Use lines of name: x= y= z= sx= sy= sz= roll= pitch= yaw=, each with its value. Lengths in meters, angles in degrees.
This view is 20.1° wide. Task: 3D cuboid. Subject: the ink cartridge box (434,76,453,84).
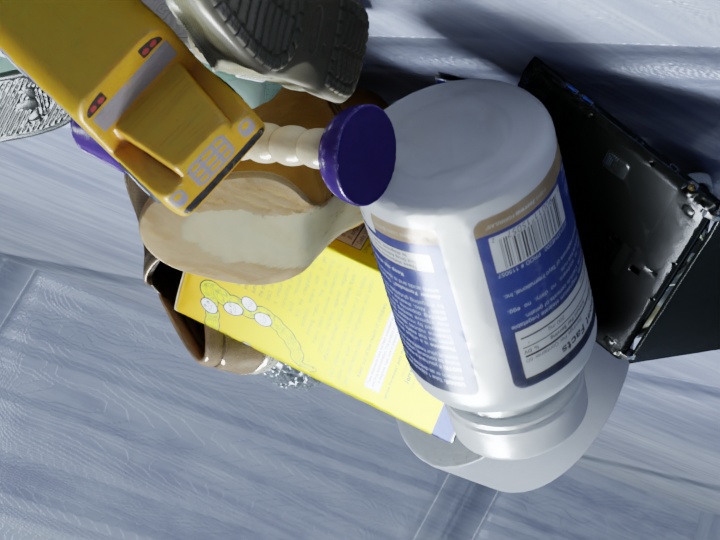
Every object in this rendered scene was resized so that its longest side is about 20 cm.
ink cartridge box: x=0.102 y=-0.064 z=1.247 sx=0.099 sy=0.040 sz=0.200 roll=16 pitch=172 yaw=16

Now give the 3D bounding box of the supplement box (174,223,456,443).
supplement box: x=0.000 y=0.000 z=1.281 sx=0.199 sy=0.109 sz=0.110 roll=26 pitch=131 yaw=7

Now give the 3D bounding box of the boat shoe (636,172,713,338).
boat shoe: x=0.184 y=-0.007 z=1.254 sx=0.075 sy=0.061 sz=0.200 roll=-13 pitch=166 yaw=0

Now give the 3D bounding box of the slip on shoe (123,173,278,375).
slip on shoe: x=-0.121 y=-0.010 z=1.377 sx=0.060 sy=0.201 sz=0.076 roll=-6 pitch=144 yaw=-38

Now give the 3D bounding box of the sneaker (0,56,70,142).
sneaker: x=-0.268 y=-0.137 z=1.213 sx=0.198 sy=0.121 sz=0.084 roll=-7 pitch=142 yaw=-9

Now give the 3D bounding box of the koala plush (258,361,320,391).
koala plush: x=-0.067 y=-0.026 z=1.483 sx=0.177 sy=0.185 sz=0.199 roll=25 pitch=-179 yaw=-44

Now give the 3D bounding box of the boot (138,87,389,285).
boot: x=-0.053 y=-0.059 z=1.192 sx=0.199 sy=0.071 sz=0.144 roll=-4 pitch=-148 yaw=-24

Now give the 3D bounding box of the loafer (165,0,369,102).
loafer: x=-0.058 y=-0.129 z=1.002 sx=0.068 sy=0.076 sz=0.200 roll=8 pitch=170 yaw=22

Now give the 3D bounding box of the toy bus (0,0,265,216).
toy bus: x=-0.137 y=-0.114 z=0.990 sx=0.200 sy=0.065 sz=0.078 roll=42 pitch=176 yaw=30

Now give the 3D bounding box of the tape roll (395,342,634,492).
tape roll: x=0.107 y=0.055 z=1.462 sx=0.066 sy=0.202 sz=0.200 roll=21 pitch=171 yaw=-32

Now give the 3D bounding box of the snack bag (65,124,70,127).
snack bag: x=-0.285 y=-0.151 z=1.566 sx=0.199 sy=0.022 sz=0.188 roll=23 pitch=170 yaw=-37

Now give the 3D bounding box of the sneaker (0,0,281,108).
sneaker: x=-0.140 y=-0.130 z=1.162 sx=0.199 sy=0.074 sz=0.118 roll=12 pitch=164 yaw=23

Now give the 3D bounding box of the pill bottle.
pill bottle: x=0.069 y=0.005 z=1.109 sx=0.110 sy=0.111 sz=0.201 roll=13 pitch=138 yaw=32

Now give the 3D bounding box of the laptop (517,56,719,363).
laptop: x=0.177 y=-0.035 z=1.139 sx=0.200 sy=0.103 sz=0.178 roll=39 pitch=150 yaw=12

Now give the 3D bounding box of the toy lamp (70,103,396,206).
toy lamp: x=-0.073 y=-0.071 z=1.069 sx=0.199 sy=0.059 sz=0.058 roll=10 pitch=170 yaw=36
